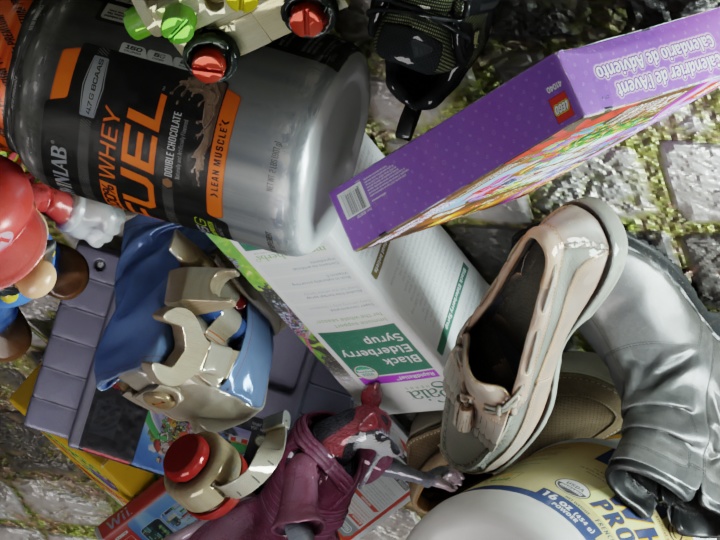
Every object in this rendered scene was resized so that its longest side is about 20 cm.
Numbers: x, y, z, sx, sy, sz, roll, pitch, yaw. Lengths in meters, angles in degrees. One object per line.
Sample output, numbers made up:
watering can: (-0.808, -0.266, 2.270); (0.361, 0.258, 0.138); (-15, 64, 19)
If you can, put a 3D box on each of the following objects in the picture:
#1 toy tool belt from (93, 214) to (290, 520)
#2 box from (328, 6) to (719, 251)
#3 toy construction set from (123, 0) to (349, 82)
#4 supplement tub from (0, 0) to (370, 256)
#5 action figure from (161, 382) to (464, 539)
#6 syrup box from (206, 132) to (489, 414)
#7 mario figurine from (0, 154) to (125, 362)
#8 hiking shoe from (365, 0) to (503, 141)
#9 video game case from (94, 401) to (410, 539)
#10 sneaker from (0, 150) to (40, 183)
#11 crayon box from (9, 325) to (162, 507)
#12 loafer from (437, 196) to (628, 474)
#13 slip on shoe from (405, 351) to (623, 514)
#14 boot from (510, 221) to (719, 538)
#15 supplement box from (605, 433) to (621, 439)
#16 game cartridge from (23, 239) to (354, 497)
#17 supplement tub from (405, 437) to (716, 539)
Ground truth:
toy tool belt: (-0.112, 0.037, 1.700); (0.124, 0.201, 0.123); (-20, 136, 30)
box: (0.094, -0.074, 1.508); (0.200, 0.136, 0.039); (-30, 82, 49)
toy construction set: (-0.071, -0.174, 1.453); (0.199, 0.092, 0.131); (-12, 129, 37)
supplement tub: (-0.104, -0.090, 1.564); (0.199, 0.123, 0.123); (16, 148, 13)
action figure: (-0.036, 0.141, 1.771); (0.149, 0.134, 0.201); (35, 119, 16)
syrup box: (0.000, 0.000, 1.701); (0.078, 0.082, 0.200); (-6, 140, 33)
mario figurine: (-0.197, 0.004, 1.644); (0.105, 0.124, 0.200); (5, 166, 5)
hiking shoe: (0.045, -0.150, 1.434); (0.075, 0.101, 0.200); (11, 147, 8)
video game case: (-0.060, 0.154, 1.908); (0.200, 0.017, 0.143); (-38, 130, 5)
sneaker: (-0.218, -0.077, 1.697); (0.090, 0.079, 0.200); (20, 158, -8)
crayon box: (-0.156, 0.128, 1.945); (0.127, 0.051, 0.200); (29, 164, 49)
loafer: (0.083, 0.041, 1.639); (0.072, 0.063, 0.201); (48, 129, 28)
slip on shoe: (0.101, 0.108, 1.836); (0.199, 0.061, 0.076); (-20, 133, 43)
boot: (0.162, 0.065, 1.677); (0.199, 0.132, 0.070); (31, 146, -21)
supplement box: (0.137, 0.158, 1.892); (0.199, 0.067, 0.069); (-16, 136, 41)
game cartridge: (-0.104, 0.071, 1.823); (0.199, 0.130, 0.038); (17, -177, -2)
supplement tub: (0.122, 0.182, 1.721); (0.144, 0.200, 0.145); (7, 104, 28)
